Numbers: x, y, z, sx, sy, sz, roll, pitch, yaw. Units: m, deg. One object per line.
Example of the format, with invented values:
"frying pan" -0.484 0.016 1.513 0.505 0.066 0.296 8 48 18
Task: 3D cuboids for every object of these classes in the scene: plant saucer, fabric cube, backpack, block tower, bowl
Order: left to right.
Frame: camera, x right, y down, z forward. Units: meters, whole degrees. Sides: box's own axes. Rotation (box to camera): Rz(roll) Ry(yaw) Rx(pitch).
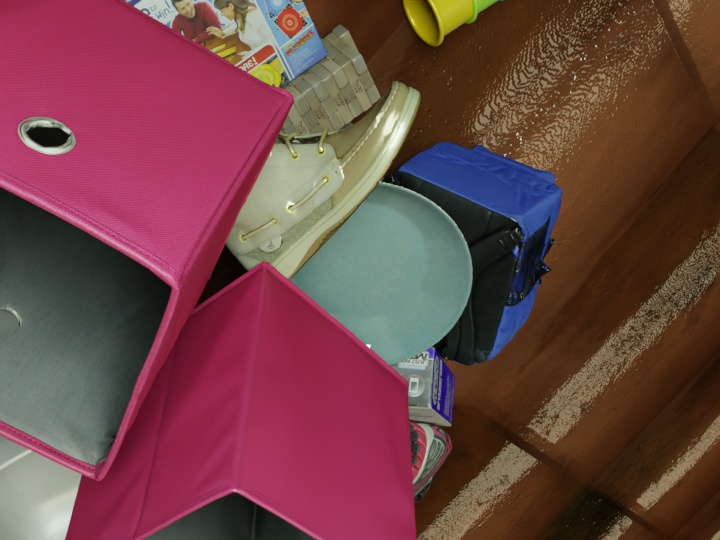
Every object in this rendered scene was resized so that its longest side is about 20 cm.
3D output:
"fabric cube" -0.184 -0.037 0.525 0.194 0.201 0.201 28 130 -6
"bowl" -0.264 0.189 0.814 0.197 0.075 0.202 -23 139 -17
"fabric cube" -0.087 0.159 0.659 0.199 0.201 0.196 -31 127 26
"block tower" -0.074 -0.125 0.726 0.199 0.058 0.054 -39 137 -6
"plant saucer" 0.000 0.000 0.753 0.197 0.039 0.204 -1 126 -1
"backpack" 0.122 -0.013 0.877 0.167 0.161 0.203 -29 137 -42

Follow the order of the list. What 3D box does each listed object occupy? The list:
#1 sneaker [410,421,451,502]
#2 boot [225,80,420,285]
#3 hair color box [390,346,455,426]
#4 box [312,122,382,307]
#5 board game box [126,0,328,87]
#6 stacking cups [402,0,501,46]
"sneaker" 0.034 0.259 0.972 0.074 0.081 0.201 11 125 -41
"boot" -0.064 -0.097 0.636 0.154 0.072 0.200 40 115 -10
"hair color box" 0.039 0.125 0.908 0.200 0.107 0.066 49 45 -72
"box" -0.030 -0.035 0.811 0.067 0.082 0.203 -15 132 -25
"board game box" -0.135 -0.173 0.660 0.199 0.034 0.136 -36 135 -7
"stacking cups" 0.130 -0.280 0.755 0.199 0.060 0.061 -37 137 -11
